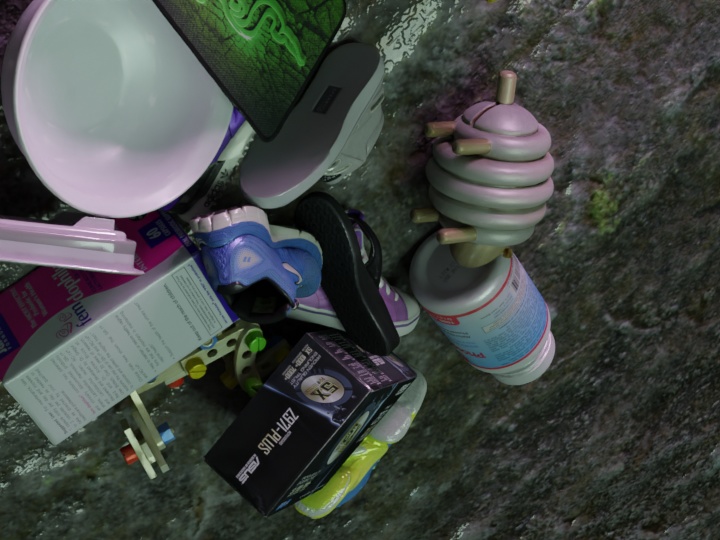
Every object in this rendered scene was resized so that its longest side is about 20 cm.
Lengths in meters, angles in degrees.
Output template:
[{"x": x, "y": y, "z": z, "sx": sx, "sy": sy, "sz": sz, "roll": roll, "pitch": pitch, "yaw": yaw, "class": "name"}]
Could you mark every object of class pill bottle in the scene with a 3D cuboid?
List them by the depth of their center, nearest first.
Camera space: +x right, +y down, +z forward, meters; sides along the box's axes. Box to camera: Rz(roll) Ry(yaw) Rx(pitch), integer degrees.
[{"x": 0.137, "y": 0.041, "z": 1.567, "sx": 0.109, "sy": 0.109, "sz": 0.200, "roll": -41, "pitch": 139, "yaw": -1, "class": "pill bottle"}]

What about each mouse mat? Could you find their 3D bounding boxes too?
[{"x": -0.087, "y": -0.220, "z": 1.165, "sx": 0.200, "sy": 0.008, "sz": 0.161, "roll": 51, "pitch": 56, "yaw": -40, "class": "mouse mat"}]

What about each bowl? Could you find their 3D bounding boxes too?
[{"x": -0.200, "y": -0.147, "z": 1.135, "sx": 0.201, "sy": 0.090, "sz": 0.201, "roll": -16, "pitch": 114, "yaw": -41, "class": "bowl"}]

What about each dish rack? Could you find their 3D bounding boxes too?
[{"x": -0.273, "y": -0.029, "z": 1.136, "sx": 0.200, "sy": 0.172, "sz": 0.044, "roll": 7, "pitch": 91, "yaw": -20, "class": "dish rack"}]

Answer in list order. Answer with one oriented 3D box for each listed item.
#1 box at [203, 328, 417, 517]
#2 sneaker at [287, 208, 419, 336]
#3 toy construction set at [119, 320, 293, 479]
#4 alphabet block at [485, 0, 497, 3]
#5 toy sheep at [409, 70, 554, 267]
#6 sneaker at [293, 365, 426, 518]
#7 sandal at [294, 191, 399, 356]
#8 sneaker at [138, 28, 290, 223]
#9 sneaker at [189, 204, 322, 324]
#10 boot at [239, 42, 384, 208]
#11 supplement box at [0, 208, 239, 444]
[{"x": -0.044, "y": 0.144, "z": 1.467, "sx": 0.164, "sy": 0.086, "sz": 0.200, "roll": -51, "pitch": 169, "yaw": 9, "class": "box"}, {"x": 0.000, "y": 0.000, "z": 1.456, "sx": 0.200, "sy": 0.073, "sz": 0.114, "roll": 11, "pitch": 114, "yaw": -43, "class": "sneaker"}, {"x": -0.161, "y": 0.099, "z": 1.408, "sx": 0.200, "sy": 0.092, "sz": 0.131, "roll": -40, "pitch": 141, "yaw": -20, "class": "toy construction set"}, {"x": 0.110, "y": -0.363, "z": 1.137, "sx": 0.200, "sy": 0.195, "sz": 0.196, "roll": -35, "pitch": 137, "yaw": -10, "class": "alphabet block"}, {"x": 0.124, "y": -0.095, "z": 1.428, "sx": 0.138, "sy": 0.138, "sz": 0.200, "roll": -8, "pitch": 122, "yaw": -33, "class": "toy sheep"}, {"x": -0.003, "y": 0.189, "z": 1.630, "sx": 0.200, "sy": 0.076, "sz": 0.105, "roll": -46, "pitch": 168, "yaw": -8, "class": "sneaker"}, {"x": -0.008, "y": -0.005, "z": 1.377, "sx": 0.048, "sy": 0.075, "sz": 0.201, "roll": -47, "pitch": 137, "yaw": -27, "class": "sandal"}, {"x": -0.136, "y": -0.140, "z": 1.230, "sx": 0.099, "sy": 0.070, "sz": 0.200, "roll": 22, "pitch": 103, "yaw": -29, "class": "sneaker"}, {"x": -0.087, "y": 0.007, "z": 1.276, "sx": 0.078, "sy": 0.089, "sz": 0.200, "roll": -11, "pitch": 168, "yaw": 19, "class": "sneaker"}, {"x": -0.032, "y": -0.103, "z": 1.295, "sx": 0.200, "sy": 0.074, "sz": 0.096, "roll": -54, "pitch": 151, "yaw": -31, "class": "boot"}, {"x": -0.224, "y": 0.041, "z": 1.292, "sx": 0.200, "sy": 0.101, "sz": 0.103, "roll": -36, "pitch": 139, "yaw": -8, "class": "supplement box"}]
